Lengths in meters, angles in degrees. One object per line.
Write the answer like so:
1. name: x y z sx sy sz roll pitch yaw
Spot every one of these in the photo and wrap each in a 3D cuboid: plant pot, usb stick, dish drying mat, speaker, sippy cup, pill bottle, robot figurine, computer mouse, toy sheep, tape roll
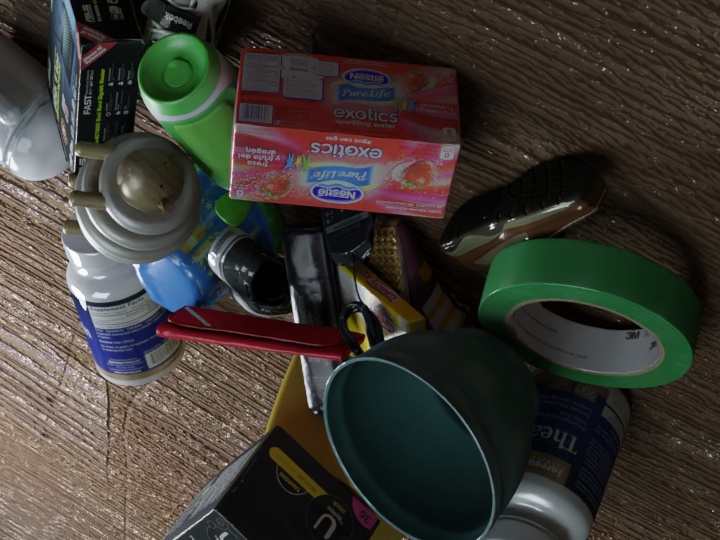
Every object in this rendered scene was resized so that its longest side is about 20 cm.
1. plant pot: -0.006 0.197 1.630 0.198 0.177 0.202 24 140 18
2. usb stick: -0.043 0.050 1.526 0.055 0.033 0.203 -4 102 23
3. dish drying mat: -0.100 0.061 1.485 0.197 0.077 0.018 7 105 17
4. speaker: -0.140 -0.147 1.417 0.088 0.089 0.200 20 166 23
5. sippy cup: -0.170 -0.026 1.584 0.138 0.131 0.179 20 137 23
6. plant pot: 0.082 0.136 1.372 0.199 0.134 0.202 27 134 32
7. pill bottle: 0.184 0.200 1.443 0.110 0.201 0.112 19 147 13
8. robot figurine: -0.378 -0.177 1.620 0.199 0.113 0.170 38 -175 6
9. computer mouse: 0.000 0.000 1.459 0.058 0.203 0.034 -18 158 26
10. toy sheep: -0.221 -0.069 1.454 0.138 0.138 0.200 42 162 -3
11. pill bottle: -0.279 0.026 1.739 0.114 0.116 0.202 15 135 28
12. tape roll: 0.207 0.041 1.345 0.198 0.049 0.201 16 156 7

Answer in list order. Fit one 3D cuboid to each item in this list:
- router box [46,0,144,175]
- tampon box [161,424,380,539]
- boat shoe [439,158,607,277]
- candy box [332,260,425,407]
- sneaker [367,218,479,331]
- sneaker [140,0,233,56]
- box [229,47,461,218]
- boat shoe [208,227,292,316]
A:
1. router box: -0.268 -0.209 1.477 0.201 0.061 0.151 108 149 -50
2. tampon box: -0.105 0.283 1.549 0.150 0.127 0.200 43 142 -5
3. boat shoe: 0.156 -0.042 1.352 0.074 0.076 0.199 44 149 -17
4. candy box: 0.004 0.048 1.511 0.200 0.026 0.104 41 138 48
5. sneaker: 0.070 0.041 1.508 0.075 0.089 0.203 4 108 63
6. sneaker: -0.169 -0.237 1.408 0.073 0.089 0.201 23 139 11
7. box: -0.015 -0.123 1.319 0.197 0.104 0.095 4 139 -6
8. boat shoe: -0.099 0.014 1.554 0.056 0.069 0.200 34 176 23
